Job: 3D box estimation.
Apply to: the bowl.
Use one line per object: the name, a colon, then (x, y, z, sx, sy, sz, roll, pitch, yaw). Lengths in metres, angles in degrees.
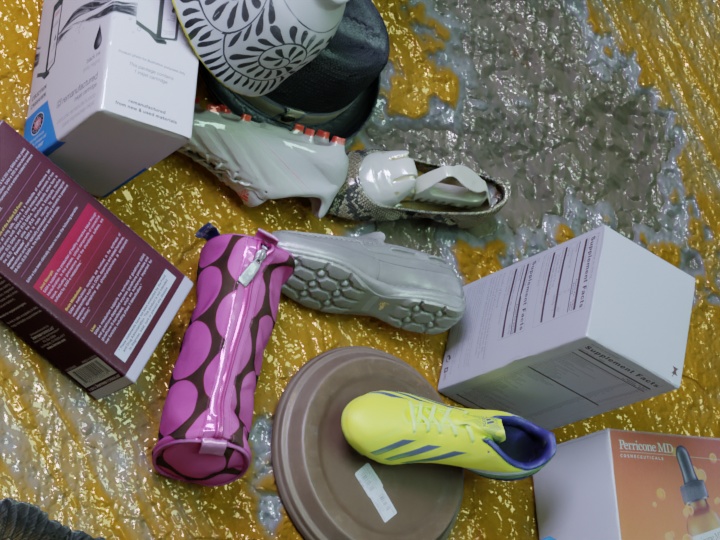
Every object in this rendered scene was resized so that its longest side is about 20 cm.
bowl: (-0.062, -0.243, 1.537, 0.201, 0.094, 0.201, 28, 57, -57)

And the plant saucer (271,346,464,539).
plant saucer: (0.014, 0.159, 1.660, 0.200, 0.029, 0.200, 13, 67, -34)

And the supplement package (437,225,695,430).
supplement package: (0.179, 0.057, 1.709, 0.114, 0.200, 0.110, 29, 59, -27)

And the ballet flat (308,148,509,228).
ballet flat: (0.049, -0.077, 1.740, 0.200, 0.075, 0.068, 6, 71, -36)

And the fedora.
fedora: (-0.047, -0.205, 1.700, 0.200, 0.092, 0.201, 14, 66, -33)

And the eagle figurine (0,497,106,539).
eagle figurine: (-0.271, 0.208, 1.363, 0.200, 0.152, 0.151, 47, 32, -8)

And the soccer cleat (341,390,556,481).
soccer cleat: (0.076, 0.133, 1.642, 0.200, 0.084, 0.065, 15, 66, -33)

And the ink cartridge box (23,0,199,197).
ink cartridge box: (-0.192, -0.179, 1.546, 0.084, 0.146, 0.200, 17, 63, -30)

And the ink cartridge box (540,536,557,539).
ink cartridge box: (0.131, 0.331, 1.578, 0.200, 0.147, 0.146, -15, 117, -39)

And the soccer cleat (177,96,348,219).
soccer cleat: (-0.102, -0.095, 1.639, 0.200, 0.069, 0.078, 13, 97, -25)

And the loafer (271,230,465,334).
loafer: (0.000, 0.000, 1.686, 0.200, 0.070, 0.070, 18, 46, -30)

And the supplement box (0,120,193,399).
supplement box: (-0.237, -0.006, 1.505, 0.200, 0.061, 0.109, 43, 52, -19)

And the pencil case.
pencil case: (-0.107, 0.067, 1.557, 0.091, 0.094, 0.200, 22, 62, -24)

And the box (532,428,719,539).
box: (0.250, 0.253, 1.755, 0.152, 0.106, 0.200, 7, 70, -35)
